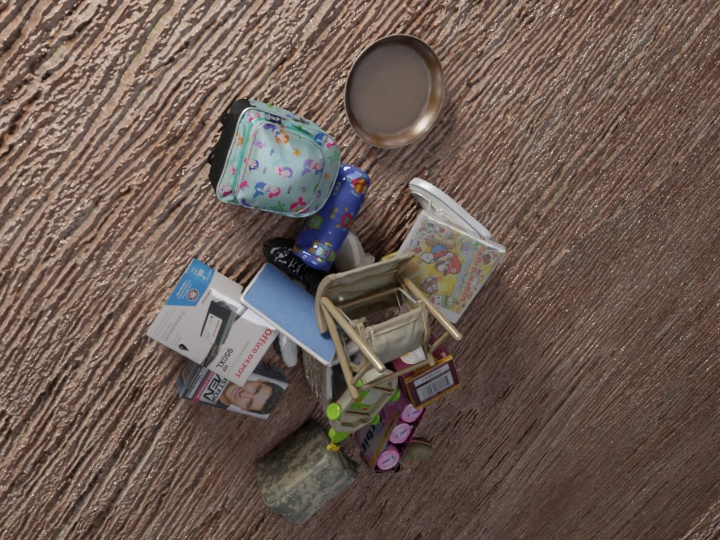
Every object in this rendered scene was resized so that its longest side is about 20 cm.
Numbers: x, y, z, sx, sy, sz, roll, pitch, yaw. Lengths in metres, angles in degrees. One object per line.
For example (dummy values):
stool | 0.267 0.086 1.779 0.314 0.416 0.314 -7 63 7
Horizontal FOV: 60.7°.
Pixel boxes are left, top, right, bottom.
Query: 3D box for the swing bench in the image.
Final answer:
swing bench | 0.041 0.092 1.118 0.198 0.201 0.130 -15 156 -34

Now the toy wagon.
toy wagon | -0.008 0.280 1.242 0.200 0.040 0.155 -51 144 10

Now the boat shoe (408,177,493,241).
boat shoe | 0.161 -0.092 1.213 0.202 0.075 0.086 40 85 -6

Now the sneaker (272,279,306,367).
sneaker | -0.137 0.107 1.232 0.087 0.075 0.201 -14 123 -23

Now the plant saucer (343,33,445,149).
plant saucer | 0.058 -0.321 1.108 0.199 0.032 0.201 -12 121 -20

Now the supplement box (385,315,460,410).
supplement box | 0.112 0.184 1.308 0.110 0.200 0.086 -26 124 -9

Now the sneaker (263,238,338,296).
sneaker | -0.087 0.008 1.177 0.199 0.104 0.060 27 104 -34

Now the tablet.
tablet | -0.118 0.078 1.130 0.200 0.130 0.014 38 125 -9

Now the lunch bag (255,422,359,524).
lunch bag | -0.116 0.473 1.400 0.200 0.139 0.168 -38 125 0

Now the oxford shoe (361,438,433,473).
oxford shoe | 0.103 0.477 1.543 0.199 0.075 0.071 -3 117 -24

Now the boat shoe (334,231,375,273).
boat shoe | 0.000 0.000 1.241 0.068 0.072 0.201 -34 122 -31

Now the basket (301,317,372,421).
basket | -0.040 0.184 1.253 0.135 0.123 0.201 -25 139 -24

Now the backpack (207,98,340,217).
backpack | -0.133 -0.178 1.034 0.199 0.151 0.178 11 111 -34

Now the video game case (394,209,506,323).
video game case | 0.157 -0.002 1.210 0.181 0.023 0.201 23 122 -10

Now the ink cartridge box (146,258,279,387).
ink cartridge box | -0.260 0.096 1.122 0.199 0.084 0.145 32 102 -15

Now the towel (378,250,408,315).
towel | 0.144 0.002 1.272 0.199 0.023 0.144 -23 112 -2

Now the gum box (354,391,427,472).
gum box | 0.071 0.353 1.436 0.066 0.114 0.201 14 110 -30

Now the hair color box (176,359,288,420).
hair color box | -0.257 0.226 1.247 0.199 0.061 0.099 24 105 -34

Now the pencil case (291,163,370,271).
pencil case | -0.055 -0.101 1.122 0.078 0.087 0.201 31 83 -58
